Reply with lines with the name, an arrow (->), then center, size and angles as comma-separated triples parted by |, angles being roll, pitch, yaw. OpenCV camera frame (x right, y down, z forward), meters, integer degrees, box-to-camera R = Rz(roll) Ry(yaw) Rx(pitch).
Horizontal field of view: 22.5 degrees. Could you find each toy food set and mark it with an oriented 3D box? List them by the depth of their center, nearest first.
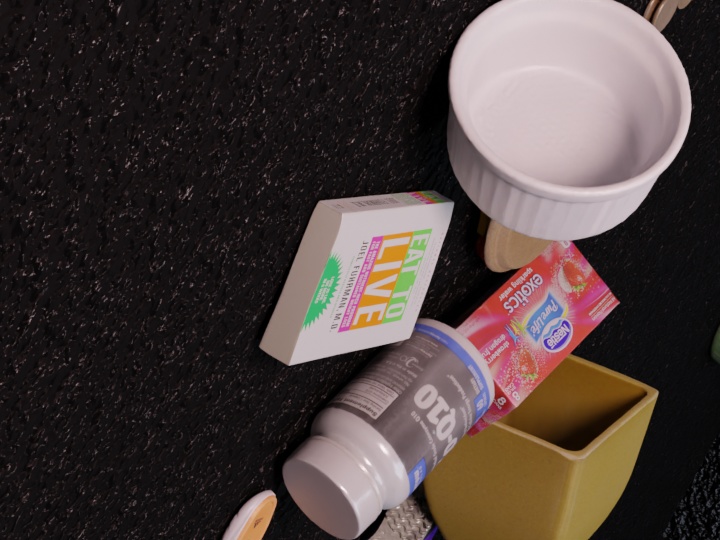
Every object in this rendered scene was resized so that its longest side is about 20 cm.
toy food set -> 0.175, -0.090, 1.756 | 0.200, 0.048, 0.199 | -42, 154, -34

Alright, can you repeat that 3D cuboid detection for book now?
book -> 0.000, 0.000, 1.512 | 0.199, 0.048, 0.135 | -11, 127, -60

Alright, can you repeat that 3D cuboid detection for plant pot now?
plant pot -> 0.181, 0.215, 1.941 | 0.194, 0.194, 0.202 | -29, 132, -51

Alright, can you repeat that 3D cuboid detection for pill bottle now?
pill bottle -> 0.025, 0.147, 1.671 | 0.200, 0.113, 0.114 | -44, 156, -31

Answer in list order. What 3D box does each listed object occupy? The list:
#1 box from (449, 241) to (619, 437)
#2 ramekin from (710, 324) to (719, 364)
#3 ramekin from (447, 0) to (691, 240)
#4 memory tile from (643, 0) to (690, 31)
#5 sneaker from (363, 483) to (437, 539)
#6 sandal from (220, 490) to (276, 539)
box -> 0.158, 0.062, 1.825 | 0.200, 0.100, 0.095 | -40, 180, -37
ramekin -> 0.682, 0.096, 3.078 | 0.200, 0.097, 0.201 | -46, 157, -26
ramekin -> 0.164, -0.123, 1.488 | 0.201, 0.200, 0.098 | -46, 164, -26
memory tile -> 0.354, -0.342, 1.837 | 0.200, 0.017, 0.154 | -46, 157, -29
sneaker -> 0.031, 0.319, 1.993 | 0.200, 0.069, 0.100 | -49, 160, -19
sandal -> -0.117, 0.300, 1.650 | 0.079, 0.059, 0.208 | -7, 127, -63
